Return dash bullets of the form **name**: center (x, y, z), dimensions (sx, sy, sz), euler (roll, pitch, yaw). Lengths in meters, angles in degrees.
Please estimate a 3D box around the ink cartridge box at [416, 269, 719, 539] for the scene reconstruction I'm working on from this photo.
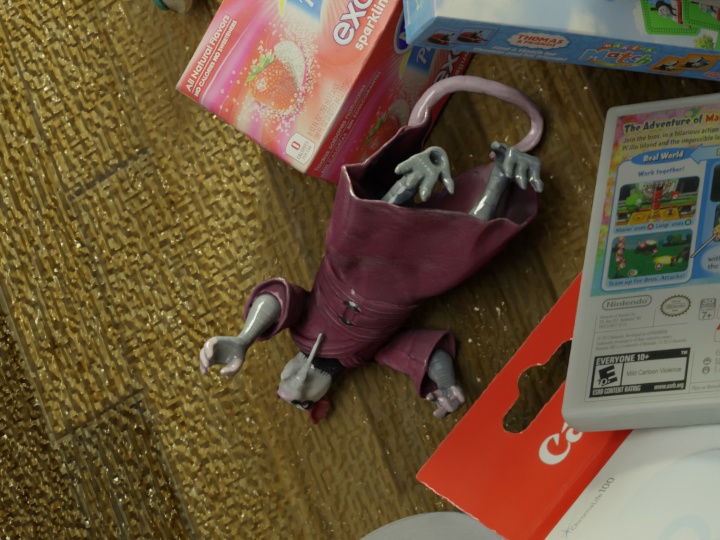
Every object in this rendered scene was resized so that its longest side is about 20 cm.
- **ink cartridge box**: center (0.146, 0.083, 1.424), dimensions (0.200, 0.047, 0.160), euler (31, 71, 27)

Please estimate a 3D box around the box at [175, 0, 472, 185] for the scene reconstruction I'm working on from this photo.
- **box**: center (0.005, -0.151, 1.548), dimensions (0.103, 0.095, 0.200), euler (35, 99, 29)

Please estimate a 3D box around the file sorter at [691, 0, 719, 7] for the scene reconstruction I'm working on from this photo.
- **file sorter**: center (0.246, -0.186, 1.341), dimensions (0.125, 0.200, 0.139), euler (-3, 80, 58)

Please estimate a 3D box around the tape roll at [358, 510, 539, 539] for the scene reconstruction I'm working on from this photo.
- **tape roll**: center (0.057, 0.223, 1.478), dimensions (0.200, 0.066, 0.200), euler (-5, 79, 28)

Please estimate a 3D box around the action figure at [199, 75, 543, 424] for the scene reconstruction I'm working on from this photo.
- **action figure**: center (0.000, 0.000, 1.524), dimensions (0.200, 0.134, 0.149), euler (-54, 20, 40)

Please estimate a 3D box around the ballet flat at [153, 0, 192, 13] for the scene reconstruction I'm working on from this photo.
- **ballet flat**: center (-0.112, -0.243, 1.646), dimensions (0.062, 0.067, 0.200), euler (-22, 72, 14)

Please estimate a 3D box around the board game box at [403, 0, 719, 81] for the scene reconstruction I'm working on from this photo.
- **board game box**: center (0.112, -0.174, 1.433), dimensions (0.037, 0.200, 0.151), euler (140, 129, -58)

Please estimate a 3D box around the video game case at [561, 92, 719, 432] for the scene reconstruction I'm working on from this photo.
- **video game case**: center (0.203, -0.011, 1.423), dimensions (0.200, 0.024, 0.182), euler (-6, 57, 28)
